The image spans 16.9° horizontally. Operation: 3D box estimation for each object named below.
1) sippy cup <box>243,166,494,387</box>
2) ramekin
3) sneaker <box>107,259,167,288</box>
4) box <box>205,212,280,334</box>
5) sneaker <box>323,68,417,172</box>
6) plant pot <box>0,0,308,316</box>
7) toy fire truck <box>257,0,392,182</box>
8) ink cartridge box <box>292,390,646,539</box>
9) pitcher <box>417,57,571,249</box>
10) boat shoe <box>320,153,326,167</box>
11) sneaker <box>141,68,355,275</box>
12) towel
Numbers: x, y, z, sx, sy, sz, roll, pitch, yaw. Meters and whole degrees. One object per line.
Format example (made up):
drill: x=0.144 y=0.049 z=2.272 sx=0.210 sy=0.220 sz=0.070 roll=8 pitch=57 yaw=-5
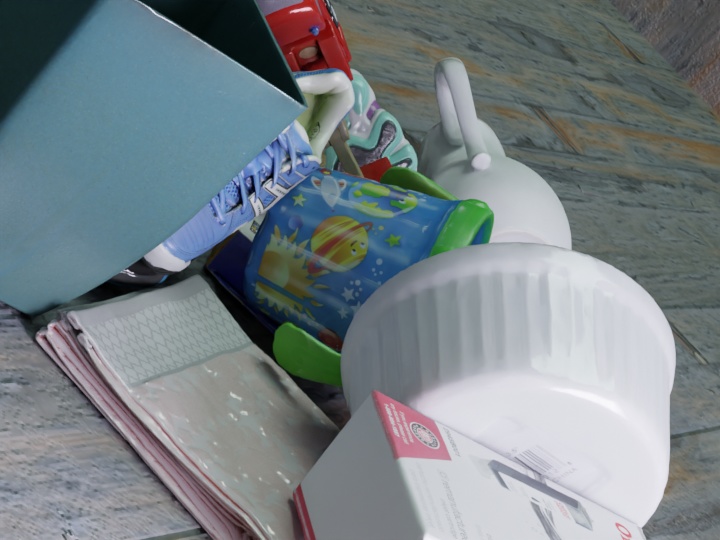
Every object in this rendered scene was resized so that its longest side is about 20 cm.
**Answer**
sippy cup: x=0.000 y=0.000 z=1.527 sx=0.129 sy=0.141 sz=0.178 roll=22 pitch=3 yaw=8
ramekin: x=0.087 y=0.089 z=1.403 sx=0.200 sy=0.200 sz=0.098 roll=33 pitch=37 yaw=-29
sneaker: x=-0.180 y=-0.072 z=1.443 sx=0.200 sy=0.082 sz=0.073 roll=44 pitch=14 yaw=-5
box: x=-0.040 y=-0.001 z=1.661 sx=0.119 sy=0.042 sz=0.200 roll=41 pitch=15 yaw=-9
sneaker: x=-0.021 y=-0.119 z=1.928 sx=0.201 sy=0.077 sz=0.140 roll=63 pitch=-6 yaw=-8
plant pot: x=-0.158 y=-0.085 z=1.322 sx=0.141 sy=0.200 sz=0.142 roll=29 pitch=22 yaw=-36
toy fire truck: x=-0.027 y=-0.123 z=1.631 sx=0.200 sy=0.048 sz=0.142 roll=58 pitch=13 yaw=-65
ink cartridge box: x=0.075 y=0.169 z=1.303 sx=0.199 sy=0.085 sz=0.146 roll=30 pitch=19 yaw=-25
pitcher: x=0.093 y=-0.062 z=1.915 sx=0.200 sy=0.120 sz=0.173 roll=-109 pitch=-174 yaw=-61
boat shoe: x=-0.090 y=-0.123 z=1.789 sx=0.199 sy=0.065 sz=0.072 roll=32 pitch=21 yaw=-35
sneaker: x=-0.075 y=-0.070 z=1.464 sx=0.076 sy=0.077 sz=0.200 roll=58 pitch=43 yaw=-19
towel: x=-0.076 y=0.085 z=1.395 sx=0.191 sy=0.032 sz=0.200 roll=47 pitch=18 yaw=10
